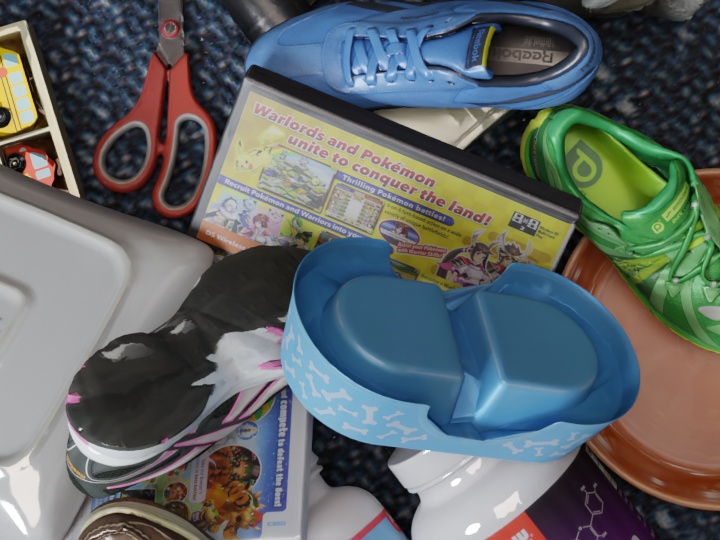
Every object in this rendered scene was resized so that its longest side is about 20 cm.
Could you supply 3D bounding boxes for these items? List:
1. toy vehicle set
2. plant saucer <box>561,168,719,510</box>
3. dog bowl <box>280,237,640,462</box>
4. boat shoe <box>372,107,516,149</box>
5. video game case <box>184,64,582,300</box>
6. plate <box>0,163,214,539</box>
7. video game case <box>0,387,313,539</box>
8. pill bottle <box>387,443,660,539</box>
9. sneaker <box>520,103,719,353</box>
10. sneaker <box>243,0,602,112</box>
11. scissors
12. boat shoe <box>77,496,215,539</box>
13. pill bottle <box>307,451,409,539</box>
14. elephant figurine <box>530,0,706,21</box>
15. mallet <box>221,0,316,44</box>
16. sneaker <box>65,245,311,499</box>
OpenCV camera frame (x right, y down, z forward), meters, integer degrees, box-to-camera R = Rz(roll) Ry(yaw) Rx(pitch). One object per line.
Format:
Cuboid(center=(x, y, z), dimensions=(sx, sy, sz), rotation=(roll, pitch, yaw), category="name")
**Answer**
Cuboid(center=(-0.229, -0.037, 1.119), dimensions=(0.124, 0.027, 0.200), rotation=(-18, 86, 1), category="toy vehicle set")
Cuboid(center=(0.211, 0.041, 1.102), dimensions=(0.200, 0.032, 0.200), rotation=(0, 86, 1), category="plant saucer")
Cuboid(center=(0.049, 0.046, 0.982), dimensions=(0.200, 0.050, 0.112), rotation=(8, 45, -23), category="dog bowl")
Cuboid(center=(0.027, -0.083, 1.099), dimensions=(0.200, 0.062, 0.073), rotation=(-34, 90, -1), category="boat shoe")
Cuboid(center=(0.000, 0.000, 1.064), dimensions=(0.200, 0.026, 0.181), rotation=(22, 119, -1), category="video game case")
Cuboid(center=(-0.212, 0.032, 1.037), dimensions=(0.199, 0.032, 0.200), rotation=(22, 70, 16), category="plate")
Cuboid(center=(-0.126, 0.096, 1.038), dimensions=(0.200, 0.018, 0.143), rotation=(-4, 52, 8), category="video game case")
Cuboid(center=(0.106, 0.162, 1.045), dimensions=(0.112, 0.112, 0.200), rotation=(-39, 95, -1), category="pill bottle")
Cuboid(center=(0.172, -0.020, 1.050), dimensions=(0.200, 0.084, 0.074), rotation=(38, 88, 3), category="sneaker")
Cuboid(center=(0.033, -0.121, 1.031), dimensions=(0.200, 0.078, 0.066), rotation=(-1, 88, 4), category="sneaker")
Cuboid(center=(-0.109, -0.133, 1.131), dimensions=(0.073, 0.014, 0.200), rotation=(13, 86, 5), category="scissors")
Cuboid(center=(-0.077, 0.208, 0.968), dimensions=(0.075, 0.075, 0.202), rotation=(-33, 106, 20), category="boat shoe")
Cuboid(center=(-0.008, 0.195, 1.060), dimensions=(0.109, 0.109, 0.200), rotation=(-38, 87, -1), category="pill bottle")
Cuboid(center=(0.149, -0.213, 1.033), dimensions=(0.141, 0.200, 0.155), rotation=(24, 88, 2), category="elephant figurine")
Cuboid(center=(0.002, -0.207, 1.121), dimensions=(0.066, 0.041, 0.200), rotation=(44, 85, 0), category="mallet")
Cuboid(center=(-0.085, 0.056, 1.003), dimensions=(0.200, 0.086, 0.080), rotation=(-25, 67, -36), category="sneaker")
